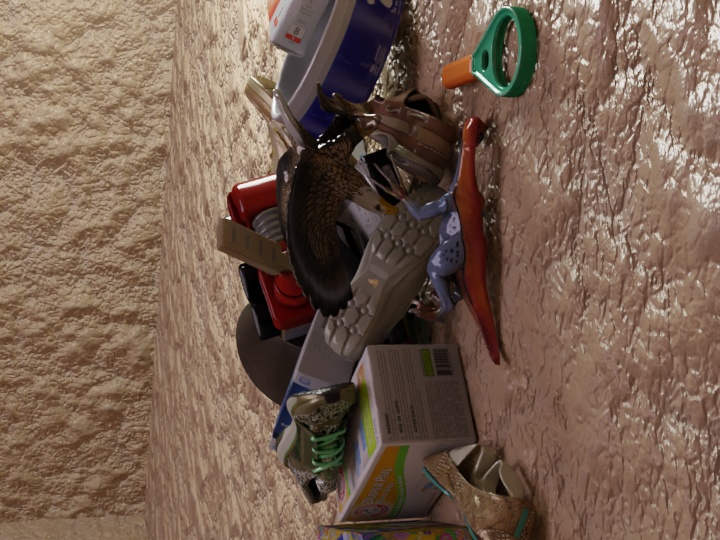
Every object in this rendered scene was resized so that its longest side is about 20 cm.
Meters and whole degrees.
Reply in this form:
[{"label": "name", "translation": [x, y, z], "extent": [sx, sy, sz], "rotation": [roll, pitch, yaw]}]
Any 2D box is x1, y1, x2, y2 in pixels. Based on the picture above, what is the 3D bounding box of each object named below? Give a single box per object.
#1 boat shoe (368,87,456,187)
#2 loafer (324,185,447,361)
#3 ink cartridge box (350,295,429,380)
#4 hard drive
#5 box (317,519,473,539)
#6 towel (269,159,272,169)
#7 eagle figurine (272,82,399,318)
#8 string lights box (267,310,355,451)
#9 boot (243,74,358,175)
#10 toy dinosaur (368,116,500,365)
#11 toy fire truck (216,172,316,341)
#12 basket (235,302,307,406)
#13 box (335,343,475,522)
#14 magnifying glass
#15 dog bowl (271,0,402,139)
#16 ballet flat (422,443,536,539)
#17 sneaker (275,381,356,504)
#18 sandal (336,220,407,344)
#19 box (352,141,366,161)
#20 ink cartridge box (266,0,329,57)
[{"label": "boat shoe", "translation": [0.056, -0.152, 1.414], "extent": [0.072, 0.075, 0.200], "rotation": [-59, 27, 12]}, {"label": "loafer", "translation": [0.033, 0.003, 1.385], "extent": [0.201, 0.070, 0.070], "rotation": [-54, -21, 1]}, {"label": "ink cartridge box", "translation": [0.023, 0.115, 1.537], "extent": [0.201, 0.058, 0.105], "rotation": [113, 152, -55]}, {"label": "hard drive", "translation": [0.016, -0.039, 1.519], "extent": [0.141, 0.037, 0.200], "rotation": [66, 161, 7]}, {"label": "box", "translation": [0.036, 0.367, 1.388], "extent": [0.192, 0.120, 0.204], "rotation": [150, 118, -73]}, {"label": "towel", "translation": [-0.085, -0.153, 1.809], "extent": [0.023, 0.143, 0.201], "rotation": [37, 139, 14]}, {"label": "eagle figurine", "translation": [-0.036, -0.071, 1.331], "extent": [0.150, 0.151, 0.202], "rotation": [32, 102, 31]}, {"label": "string lights box", "translation": [-0.049, 0.125, 1.501], "extent": [0.201, 0.058, 0.104], "rotation": [112, 178, -57]}, {"label": "boot", "translation": [-0.104, -0.129, 1.669], "extent": [0.200, 0.073, 0.156], "rotation": [46, 115, 15]}, {"label": "toy dinosaur", "translation": [0.107, -0.045, 1.280], "extent": [0.199, 0.104, 0.183], "rotation": [34, 117, 26]}, {"label": "toy fire truck", "translation": [-0.106, -0.034, 1.486], "extent": [0.201, 0.127, 0.178], "rotation": [97, 155, -64]}, {"label": "basket", "translation": [-0.074, 0.072, 1.666], "extent": [0.181, 0.136, 0.200], "rotation": [48, 160, 11]}, {"label": "box", "translation": [0.038, 0.175, 1.410], "extent": [0.201, 0.100, 0.114], "rotation": [113, 152, -55]}, {"label": "magnifying glass", "translation": [0.118, -0.197, 1.263], "extent": [0.200, 0.022, 0.081], "rotation": [179, 91, -75]}, {"label": "dog bowl", "translation": [-0.029, -0.253, 1.557], "extent": [0.201, 0.078, 0.201], "rotation": [-58, 18, 32]}, {"label": "ballet flat", "translation": [0.115, 0.200, 1.240], "extent": [0.066, 0.070, 0.200], "rotation": [-60, 24, 6]}, {"label": "sneaker", "translation": [-0.035, 0.181, 1.385], "extent": [0.201, 0.076, 0.090], "rotation": [107, 146, -59]}, {"label": "sandal", "translation": [0.000, 0.001, 1.495], "extent": [0.201, 0.042, 0.076], "rotation": [54, 167, 25]}, {"label": "box", "translation": [-0.025, -0.092, 1.739], "extent": [0.157, 0.041, 0.202], "rotation": [112, 151, -52]}, {"label": "ink cartridge box", "translation": [-0.047, -0.361, 1.531], "extent": [0.163, 0.049, 0.202], "rotation": [-102, 34, -63]}]
